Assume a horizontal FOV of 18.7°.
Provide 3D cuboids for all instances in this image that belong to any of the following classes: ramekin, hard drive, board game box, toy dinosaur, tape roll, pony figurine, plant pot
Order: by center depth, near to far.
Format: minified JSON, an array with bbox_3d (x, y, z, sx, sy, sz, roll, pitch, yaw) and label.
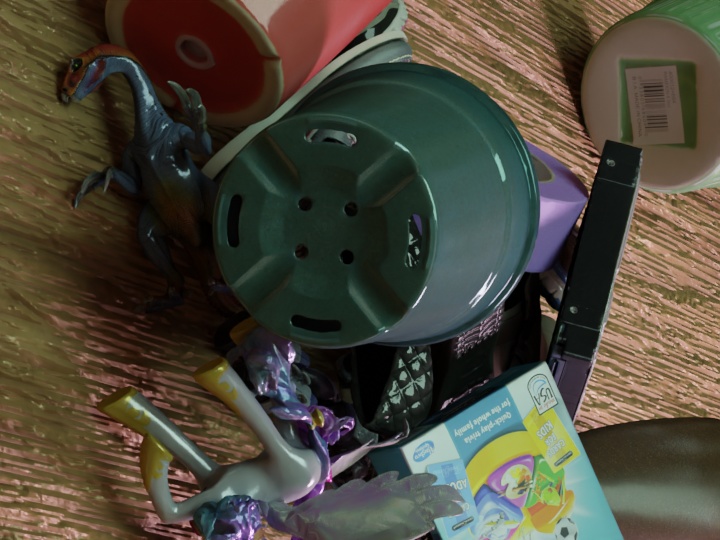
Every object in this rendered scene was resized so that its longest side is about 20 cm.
[{"bbox_3d":[0.001,-0.034,1.443,0.196,0.200,0.201,-23,94,-73],"label":"plant pot"},{"bbox_3d":[-0.052,0.137,1.458,0.200,0.193,0.167,62,-5,-16],"label":"pony figurine"},{"bbox_3d":[-0.147,-0.063,1.526,0.200,0.105,0.182,81,-9,-74],"label":"toy dinosaur"},{"bbox_3d":[-0.081,-0.211,1.572,0.201,0.200,0.177,53,49,-28],"label":"plant pot"},{"bbox_3d":[0.112,0.189,1.610,0.151,0.047,0.200,-28,96,-34],"label":"board game box"},{"bbox_3d":[0.078,-0.075,1.733,0.200,0.066,0.200,24,17,-8],"label":"tape roll"},{"bbox_3d":[0.181,0.015,1.745,0.140,0.038,0.200,97,9,-60],"label":"hard drive"},{"bbox_3d":[0.220,0.205,1.842,0.200,0.187,0.187,12,64,-41],"label":"plant pot"},{"bbox_3d":[0.311,-0.170,2.129,0.098,0.200,0.200,-22,93,-50],"label":"ramekin"}]

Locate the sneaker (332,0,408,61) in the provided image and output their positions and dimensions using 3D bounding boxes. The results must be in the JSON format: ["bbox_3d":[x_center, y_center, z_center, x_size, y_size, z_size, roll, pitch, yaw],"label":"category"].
[{"bbox_3d":[-0.008,-0.245,1.794,0.087,0.074,0.200,50,34,-31],"label":"sneaker"}]

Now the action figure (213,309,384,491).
[{"bbox_3d":[-0.024,0.104,1.602,0.200,0.069,0.130,41,36,-45],"label":"action figure"}]

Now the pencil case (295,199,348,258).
[{"bbox_3d":[0.000,0.000,1.678,0.200,0.078,0.090,48,54,-33],"label":"pencil case"}]

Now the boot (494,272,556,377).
[{"bbox_3d":[0.128,0.044,1.798,0.200,0.070,0.147,-60,156,-52],"label":"boot"}]

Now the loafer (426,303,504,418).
[{"bbox_3d":[0.059,0.068,1.653,0.073,0.200,0.071,-25,53,-37],"label":"loafer"}]

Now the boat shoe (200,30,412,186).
[{"bbox_3d":[-0.030,-0.100,1.608,0.200,0.073,0.062,-39,79,-17],"label":"boat shoe"}]

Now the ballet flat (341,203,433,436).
[{"bbox_3d":[0.014,0.019,1.574,0.057,0.066,0.201,2,76,-58],"label":"ballet flat"}]

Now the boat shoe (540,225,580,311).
[{"bbox_3d":[0.138,-0.064,1.881,0.200,0.072,0.072,54,-6,-2],"label":"boat shoe"}]
